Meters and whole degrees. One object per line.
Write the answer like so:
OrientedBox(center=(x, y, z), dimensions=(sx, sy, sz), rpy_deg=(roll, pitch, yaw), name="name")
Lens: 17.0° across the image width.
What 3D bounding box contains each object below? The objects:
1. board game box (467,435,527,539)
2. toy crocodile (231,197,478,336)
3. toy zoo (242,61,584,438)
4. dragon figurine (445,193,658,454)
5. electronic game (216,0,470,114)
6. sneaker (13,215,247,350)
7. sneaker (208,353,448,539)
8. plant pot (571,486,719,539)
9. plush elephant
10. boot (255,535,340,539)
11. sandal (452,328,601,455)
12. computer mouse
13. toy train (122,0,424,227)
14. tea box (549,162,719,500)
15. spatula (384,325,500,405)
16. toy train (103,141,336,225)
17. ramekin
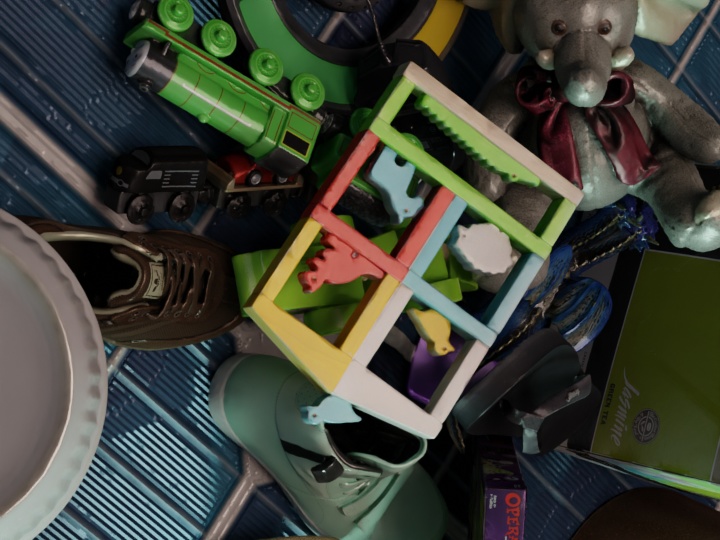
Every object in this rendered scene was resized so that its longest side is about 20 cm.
OrientedBox(center=(0.081, 0.169, 1.460), dimensions=(0.032, 0.200, 0.120), rpy_deg=(6, 97, 0), name="board game box")
OrientedBox(center=(0.000, 0.000, 1.424), dimensions=(0.200, 0.062, 0.068), rpy_deg=(-12, 87, -44), name="toy crocodile")
OrientedBox(center=(0.024, 0.001, 1.350), dimensions=(0.131, 0.020, 0.200), rpy_deg=(37, 76, -13), name="toy zoo")
OrientedBox(center=(0.114, 0.018, 1.495), dimensions=(0.059, 0.099, 0.200), rpy_deg=(50, 53, -22), name="dragon figurine")
OrientedBox(center=(-0.006, -0.192, 1.415), dimensions=(0.200, 0.042, 0.201), rpy_deg=(-8, 102, -39), name="electronic game")
OrientedBox(center=(-0.125, 0.011, 1.323), dimensions=(0.200, 0.075, 0.071), rpy_deg=(5, 93, -40), name="sneaker")
OrientedBox(center=(0.009, 0.123, 1.424), dimensions=(0.200, 0.118, 0.074), rpy_deg=(40, 71, -36), name="sneaker")
OrientedBox(center=(0.253, 0.255, 1.596), dimensions=(0.187, 0.200, 0.188), rpy_deg=(-7, 102, -39), name="plant pot")
OrientedBox(center=(0.135, -0.111, 1.445), dimensions=(0.155, 0.164, 0.200), rpy_deg=(76, 9, -49), name="plush elephant")
OrientedBox(center=(-0.056, 0.230, 1.369), dimensions=(0.200, 0.155, 0.073), rpy_deg=(-22, 131, -24), name="boot")
OrientedBox(center=(0.112, 0.080, 1.430), dimensions=(0.076, 0.043, 0.200), rpy_deg=(-45, 160, 9), name="sandal")
OrientedBox(center=(0.014, -0.140, 1.392), dimensions=(0.200, 0.058, 0.034), rpy_deg=(67, 33, -29), name="computer mouse")
OrientedBox(center=(-0.049, -0.088, 1.358), dimensions=(0.200, 0.042, 0.057), rpy_deg=(29, 62, -21), name="toy train")
OrientedBox(center=(0.236, 0.044, 1.553), dimensions=(0.133, 0.196, 0.201), rpy_deg=(22, 83, -40), name="tea box")
OrientedBox(center=(0.013, 0.037, 1.478), dimensions=(0.200, 0.021, 0.057), rpy_deg=(30, 71, -38), name="spatula")
OrientedBox(center=(-0.060, -0.056, 1.389), dimensions=(0.200, 0.034, 0.046), rpy_deg=(-5, 117, -40), name="toy train")
OrientedBox(center=(-0.221, 0.056, 1.174), dimensions=(0.199, 0.105, 0.201), rpy_deg=(0, 87, -9), name="ramekin")
